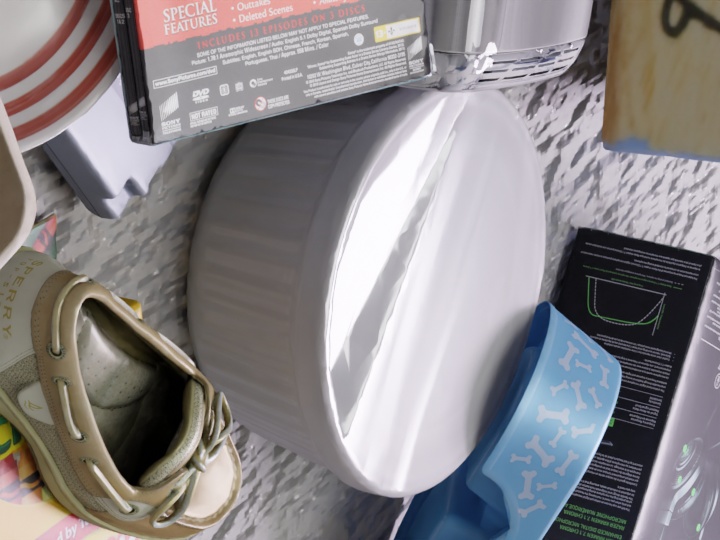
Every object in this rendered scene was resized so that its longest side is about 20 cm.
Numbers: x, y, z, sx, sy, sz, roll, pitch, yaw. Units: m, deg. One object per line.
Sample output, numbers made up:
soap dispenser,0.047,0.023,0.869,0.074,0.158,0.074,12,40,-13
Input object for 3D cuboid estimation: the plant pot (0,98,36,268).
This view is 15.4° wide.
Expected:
plant pot,-0.242,-0.044,0.768,0.200,0.176,0.200,-52,142,-36

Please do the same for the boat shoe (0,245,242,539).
boat shoe,-0.092,0.056,1.064,0.073,0.063,0.201,-63,145,-23

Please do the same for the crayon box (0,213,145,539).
crayon box,-0.142,0.092,1.109,0.127,0.051,0.201,-34,128,-48

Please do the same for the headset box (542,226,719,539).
headset box,0.173,0.097,1.587,0.174,0.092,0.201,25,80,-59

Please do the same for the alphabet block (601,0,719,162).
alphabet block,0.249,-0.173,1.482,0.196,0.194,0.201,-45,139,-67

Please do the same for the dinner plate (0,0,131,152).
dinner plate,-0.153,-0.140,0.998,0.200,0.024,0.201,-7,100,-45

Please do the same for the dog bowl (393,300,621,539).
dog bowl,0.070,0.110,1.368,0.200,0.049,0.112,-59,-172,28

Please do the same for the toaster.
toaster,0.041,-0.153,1.201,0.200,0.113,0.130,-18,115,-63

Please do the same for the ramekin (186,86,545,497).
ramekin,0.000,0.000,1.265,0.202,0.094,0.203,-30,126,-51

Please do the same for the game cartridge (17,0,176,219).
game cartridge,-0.090,-0.139,1.124,0.201,0.040,0.134,-62,150,-24

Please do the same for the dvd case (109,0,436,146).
dvd case,-0.042,-0.162,1.063,0.146,0.022,0.201,-17,108,-34
